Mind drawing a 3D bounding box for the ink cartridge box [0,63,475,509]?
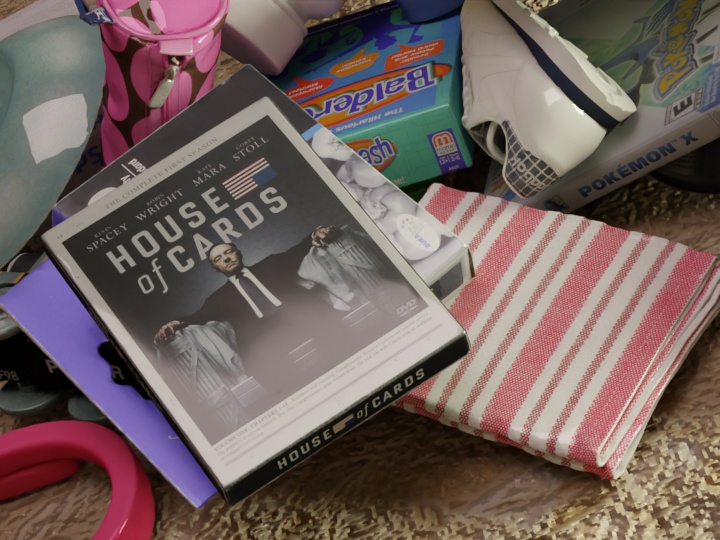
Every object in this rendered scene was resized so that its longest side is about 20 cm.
[{"bbox_3d":[-0.074,0.002,1.372,0.200,0.044,0.198,-39,56,-15],"label":"ink cartridge box"}]

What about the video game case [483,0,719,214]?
[{"bbox_3d":[0.155,-0.118,1.463,0.182,0.022,0.201,-27,32,34],"label":"video game case"}]

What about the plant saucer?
[{"bbox_3d":[-0.236,-0.082,1.590,0.201,0.039,0.202,-33,40,34],"label":"plant saucer"}]

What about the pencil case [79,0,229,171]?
[{"bbox_3d":[-0.120,-0.089,1.508,0.090,0.201,0.094,-14,48,-15],"label":"pencil case"}]

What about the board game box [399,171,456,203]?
[{"bbox_3d":[0.000,0.000,1.461,0.095,0.030,0.201,-12,36,20],"label":"board game box"}]

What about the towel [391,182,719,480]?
[{"bbox_3d":[0.084,0.031,1.350,0.199,0.030,0.147,16,55,33],"label":"towel"}]

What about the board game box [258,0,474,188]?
[{"bbox_3d":[-0.002,-0.104,1.541,0.151,0.045,0.200,-17,26,14],"label":"board game box"}]

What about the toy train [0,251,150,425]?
[{"bbox_3d":[-0.141,0.030,1.470,0.199,0.086,0.114,3,38,31],"label":"toy train"}]

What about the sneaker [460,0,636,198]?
[{"bbox_3d":[0.087,-0.110,1.453,0.081,0.076,0.200,-52,22,11],"label":"sneaker"}]

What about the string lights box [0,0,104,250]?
[{"bbox_3d":[-0.207,-0.108,1.694,0.102,0.059,0.200,-28,36,0],"label":"string lights box"}]

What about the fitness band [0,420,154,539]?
[{"bbox_3d":[-0.207,0.154,1.396,0.199,0.038,0.144,-22,37,9],"label":"fitness band"}]

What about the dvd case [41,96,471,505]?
[{"bbox_3d":[-0.058,0.011,1.319,0.150,0.025,0.200,-32,56,-12],"label":"dvd case"}]

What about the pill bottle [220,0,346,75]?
[{"bbox_3d":[-0.034,-0.229,1.561,0.114,0.114,0.201,25,79,47],"label":"pill bottle"}]

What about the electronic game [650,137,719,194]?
[{"bbox_3d":[0.242,-0.119,1.439,0.199,0.042,0.201,-24,34,18],"label":"electronic game"}]

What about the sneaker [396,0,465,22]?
[{"bbox_3d":[0.081,-0.244,1.569,0.200,0.078,0.070,-46,27,-15],"label":"sneaker"}]
